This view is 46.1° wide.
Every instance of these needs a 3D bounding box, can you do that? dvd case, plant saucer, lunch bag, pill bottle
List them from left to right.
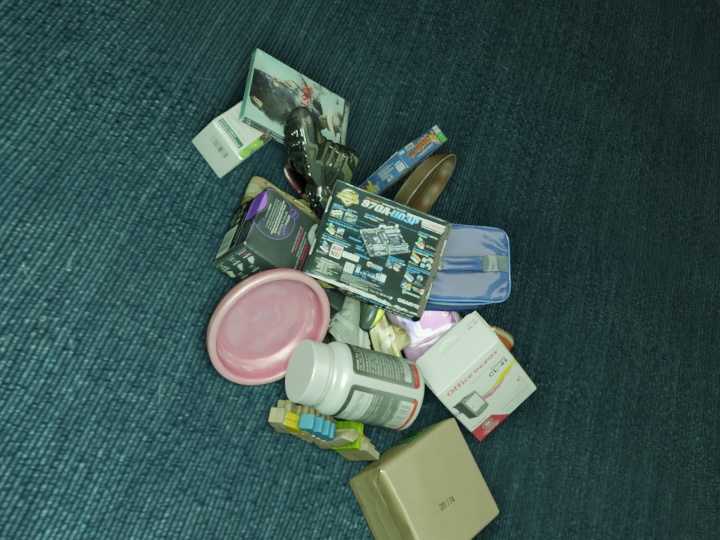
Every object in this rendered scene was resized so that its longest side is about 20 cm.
[{"bbox_3d":[-0.143,0.079,1.283,0.198,0.203,0.051,9,24,-37],"label":"plant saucer"},{"bbox_3d":[-0.107,-0.271,1.437,0.198,0.022,0.148,26,56,-31],"label":"dvd case"},{"bbox_3d":[-0.010,0.175,1.315,0.198,0.114,0.116,18,61,-28],"label":"pill bottle"},{"bbox_3d":[0.105,-0.140,1.570,0.034,0.201,0.200,38,46,13],"label":"plant saucer"},{"bbox_3d":[0.148,-0.007,1.414,0.197,0.132,0.138,1,78,-18],"label":"lunch bag"}]

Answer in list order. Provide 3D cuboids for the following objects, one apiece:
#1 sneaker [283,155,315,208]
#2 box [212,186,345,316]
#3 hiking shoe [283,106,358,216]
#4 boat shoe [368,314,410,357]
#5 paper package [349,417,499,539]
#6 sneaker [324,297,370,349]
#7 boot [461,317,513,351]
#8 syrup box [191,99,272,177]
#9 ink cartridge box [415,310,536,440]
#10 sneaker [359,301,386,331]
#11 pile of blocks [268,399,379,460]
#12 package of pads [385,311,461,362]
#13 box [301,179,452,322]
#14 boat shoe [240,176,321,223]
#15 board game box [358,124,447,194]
[{"bbox_3d":[-0.092,-0.211,1.475,0.115,0.075,0.203,16,59,-60],"label":"sneaker"},{"bbox_3d":[-0.118,-0.018,1.371,0.199,0.106,0.123,36,52,-24],"label":"box"},{"bbox_3d":[-0.057,-0.188,1.395,0.100,0.075,0.202,-34,127,-21],"label":"hiking shoe"},{"bbox_3d":[0.054,0.128,1.458,0.074,0.065,0.203,-42,120,-85],"label":"boat shoe"},{"bbox_3d":[0.105,0.373,1.397,0.199,0.103,0.193,-24,88,-43],"label":"paper package"},{"bbox_3d":[-0.032,0.082,1.424,0.081,0.075,0.203,3,61,-21],"label":"sneaker"},{"bbox_3d":[0.207,0.154,1.604,0.197,0.075,0.109,12,67,-27],"label":"boot"},{"bbox_3d":[-0.183,-0.248,1.432,0.079,0.081,0.200,52,49,-10],"label":"syrup box"},{"bbox_3d":[0.203,0.188,1.480,0.086,0.147,0.200,49,1,43],"label":"ink cartridge box"},{"bbox_3d":[0.000,0.000,1.359,0.080,0.074,0.203,7,66,-21],"label":"sneaker"},{"bbox_3d":[-0.051,0.240,1.335,0.198,0.082,0.063,28,56,-28],"label":"pile of blocks"},{"bbox_3d":[0.098,0.053,1.512,0.202,0.119,0.076,64,6,2],"label":"package of pads"},{"bbox_3d":[0.025,-0.030,1.309,0.197,0.046,0.161,20,75,-1],"label":"box"},{"bbox_3d":[-0.106,-0.093,1.438,0.199,0.071,0.065,31,55,-25],"label":"boat shoe"},{"bbox_3d":[0.054,-0.172,1.518,0.035,0.200,0.135,51,47,-1],"label":"board game box"}]
